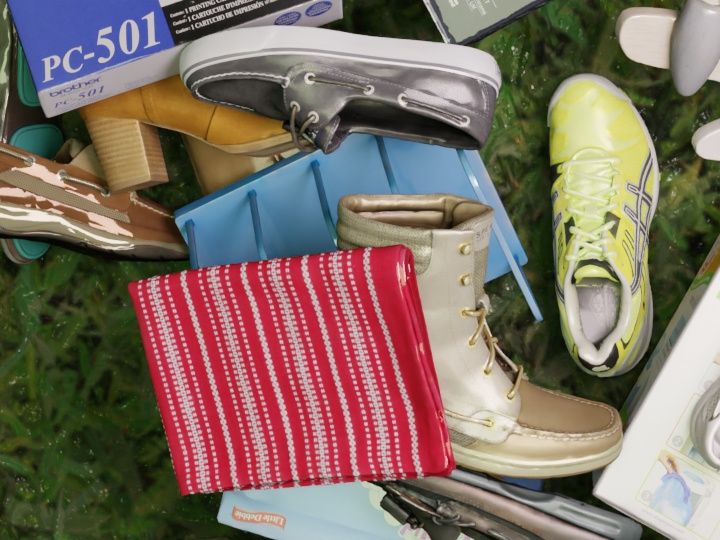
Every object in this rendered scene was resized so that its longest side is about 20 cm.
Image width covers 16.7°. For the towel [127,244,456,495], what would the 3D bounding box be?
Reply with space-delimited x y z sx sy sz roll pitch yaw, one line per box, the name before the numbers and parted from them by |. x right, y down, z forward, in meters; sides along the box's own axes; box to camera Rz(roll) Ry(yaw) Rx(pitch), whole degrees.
towel | -0.042 0.064 1.487 0.199 0.022 0.146 -7 102 28

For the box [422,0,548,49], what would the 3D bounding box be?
box | 0.126 -0.234 1.549 0.199 0.148 0.108 -28 92 11

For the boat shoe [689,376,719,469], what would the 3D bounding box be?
boat shoe | 0.274 0.042 1.465 0.071 0.069 0.201 36 97 2

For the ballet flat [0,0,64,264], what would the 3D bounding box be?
ballet flat | -0.237 -0.107 1.673 0.063 0.067 0.202 8 98 35

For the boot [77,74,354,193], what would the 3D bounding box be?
boot | -0.093 -0.141 1.579 0.200 0.071 0.145 -13 88 9

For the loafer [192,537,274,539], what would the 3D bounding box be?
loafer | -0.053 0.220 1.680 0.198 0.072 0.063 -2 114 15

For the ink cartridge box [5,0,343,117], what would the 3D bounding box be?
ink cartridge box | -0.119 -0.174 1.540 0.199 0.044 0.095 -20 72 -5

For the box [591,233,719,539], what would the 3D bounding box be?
box | 0.238 0.070 1.563 0.101 0.112 0.201 29 98 2

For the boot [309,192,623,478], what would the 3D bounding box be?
boot | 0.072 0.037 1.490 0.198 0.072 0.156 10 112 3

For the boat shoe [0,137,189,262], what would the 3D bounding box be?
boat shoe | -0.186 -0.050 1.624 0.199 0.075 0.075 11 85 -28

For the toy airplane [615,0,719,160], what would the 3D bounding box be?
toy airplane | 0.283 -0.139 1.538 0.200 0.141 0.200 -38 110 -3

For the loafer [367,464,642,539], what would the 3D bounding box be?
loafer | 0.073 0.156 1.528 0.198 0.072 0.063 17 87 5

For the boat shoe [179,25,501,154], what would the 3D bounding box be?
boat shoe | -0.014 -0.102 1.504 0.198 0.070 0.067 5 67 -2

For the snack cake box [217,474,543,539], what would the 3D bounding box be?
snack cake box | 0.016 0.151 1.629 0.198 0.115 0.068 15 99 6

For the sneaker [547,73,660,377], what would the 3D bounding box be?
sneaker | 0.160 -0.029 1.605 0.075 0.076 0.202 -7 95 11

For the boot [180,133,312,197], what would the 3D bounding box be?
boot | -0.057 -0.145 1.635 0.174 0.066 0.201 -26 93 20

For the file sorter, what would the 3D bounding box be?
file sorter | 0.000 0.000 1.579 0.199 0.123 0.139 -25 115 5
